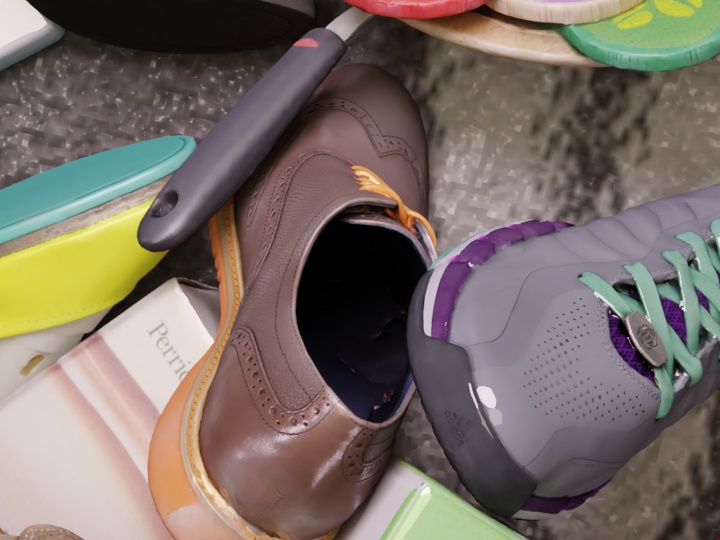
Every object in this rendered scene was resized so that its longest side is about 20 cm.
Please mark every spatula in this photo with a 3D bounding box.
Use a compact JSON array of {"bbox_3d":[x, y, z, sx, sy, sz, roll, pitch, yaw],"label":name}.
[{"bbox_3d":[0.003,-0.071,0.863,0.200,0.056,0.021,-44,121,-28],"label":"spatula"}]

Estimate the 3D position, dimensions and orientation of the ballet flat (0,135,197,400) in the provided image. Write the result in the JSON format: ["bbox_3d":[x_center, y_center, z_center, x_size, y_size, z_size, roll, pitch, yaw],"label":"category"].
[{"bbox_3d":[-0.131,0.015,0.907,0.199,0.067,0.067,-15,107,8],"label":"ballet flat"}]

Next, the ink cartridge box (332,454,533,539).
[{"bbox_3d":[0.057,0.163,0.778,0.199,0.084,0.146,32,87,-6],"label":"ink cartridge box"}]

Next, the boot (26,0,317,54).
[{"bbox_3d":[-0.081,-0.177,0.912,0.187,0.069,0.201,16,73,1],"label":"boot"}]

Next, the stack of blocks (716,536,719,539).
[{"bbox_3d":[0.202,0.122,0.861,0.115,0.059,0.200,-42,84,3],"label":"stack of blocks"}]

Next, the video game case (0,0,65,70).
[{"bbox_3d":[-0.218,-0.110,0.936,0.199,0.023,0.183,-27,84,4],"label":"video game case"}]

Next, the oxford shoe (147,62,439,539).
[{"bbox_3d":[0.000,0.000,0.832,0.071,0.200,0.073,33,127,-18],"label":"oxford shoe"}]

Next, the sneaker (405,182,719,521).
[{"bbox_3d":[0.082,0.005,0.803,0.087,0.200,0.075,-28,91,26],"label":"sneaker"}]

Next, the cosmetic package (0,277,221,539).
[{"bbox_3d":[-0.100,0.100,0.880,0.200,0.087,0.104,-37,83,3],"label":"cosmetic package"}]

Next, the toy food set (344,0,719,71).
[{"bbox_3d":[0.063,-0.139,0.857,0.197,0.049,0.200,-26,63,-14],"label":"toy food set"}]

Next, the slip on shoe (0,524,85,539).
[{"bbox_3d":[-0.085,0.093,0.760,0.061,0.200,0.076,-46,123,-15],"label":"slip on shoe"}]
